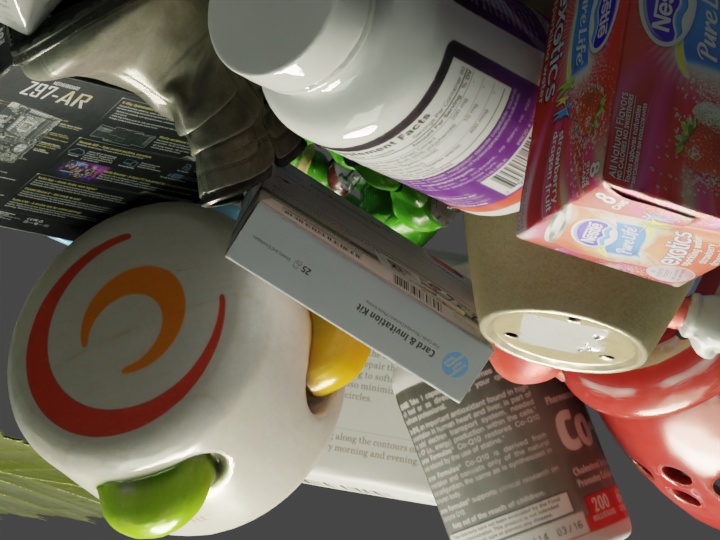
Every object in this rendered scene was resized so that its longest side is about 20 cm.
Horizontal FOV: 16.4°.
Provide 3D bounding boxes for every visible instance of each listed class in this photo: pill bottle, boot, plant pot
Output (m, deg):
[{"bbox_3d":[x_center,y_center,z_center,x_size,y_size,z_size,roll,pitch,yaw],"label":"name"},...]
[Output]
[{"bbox_3d":[0.020,-0.104,1.242,0.111,0.112,0.200,-4,163,38],"label":"pill bottle"},{"bbox_3d":[-0.097,-0.094,1.350,0.068,0.131,0.200,-20,-176,32],"label":"boot"},{"bbox_3d":[0.228,0.045,1.581,0.200,0.201,0.182,-5,150,41],"label":"plant pot"},{"bbox_3d":[0.088,0.096,1.611,0.114,0.200,0.114,-21,174,-2],"label":"pill bottle"},{"bbox_3d":[0.128,-0.053,1.373,0.187,0.200,0.187,12,160,4],"label":"plant pot"}]

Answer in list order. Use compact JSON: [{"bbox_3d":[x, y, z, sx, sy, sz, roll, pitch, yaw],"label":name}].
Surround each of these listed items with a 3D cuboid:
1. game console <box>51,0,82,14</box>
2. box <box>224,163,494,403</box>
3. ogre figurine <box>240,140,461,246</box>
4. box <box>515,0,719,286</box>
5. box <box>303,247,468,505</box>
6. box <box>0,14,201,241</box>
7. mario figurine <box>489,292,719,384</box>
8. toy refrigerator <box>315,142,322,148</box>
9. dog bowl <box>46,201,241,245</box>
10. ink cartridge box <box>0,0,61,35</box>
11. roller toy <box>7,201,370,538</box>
[{"bbox_3d":[-0.157,-0.211,1.386,0.176,0.116,0.200,49,151,-9],"label":"game console"},{"bbox_3d":[0.000,0.000,1.458,0.156,0.041,0.200,32,-170,-6],"label":"box"},{"bbox_3d":[0.000,-0.055,1.613,0.120,0.098,0.200,33,142,-4],"label":"ogre figurine"},{"bbox_3d":[0.149,-0.106,1.213,0.095,0.200,0.100,17,160,-17],"label":"box"},{"bbox_3d":[-0.004,0.070,1.782,0.199,0.171,0.200,9,175,11],"label":"box"},{"bbox_3d":[-0.170,-0.079,1.482,0.200,0.044,0.160,11,145,-40],"label":"box"},{"bbox_3d":[0.166,0.008,1.488,0.200,0.106,0.123,-31,-171,11],"label":"mario figurine"},{"bbox_3d":[-0.018,-0.149,1.357,0.070,0.076,0.200,-24,157,-2],"label":"toy refrigerator"},{"bbox_3d":[-0.150,-0.033,1.668,0.200,0.050,0.111,13,170,41],"label":"dog bowl"},{"bbox_3d":[-0.211,-0.219,1.226,0.115,0.068,0.200,26,155,26],"label":"ink cartridge box"},{"bbox_3d":[-0.107,0.061,1.527,0.182,0.200,0.140,33,172,38],"label":"roller toy"}]
